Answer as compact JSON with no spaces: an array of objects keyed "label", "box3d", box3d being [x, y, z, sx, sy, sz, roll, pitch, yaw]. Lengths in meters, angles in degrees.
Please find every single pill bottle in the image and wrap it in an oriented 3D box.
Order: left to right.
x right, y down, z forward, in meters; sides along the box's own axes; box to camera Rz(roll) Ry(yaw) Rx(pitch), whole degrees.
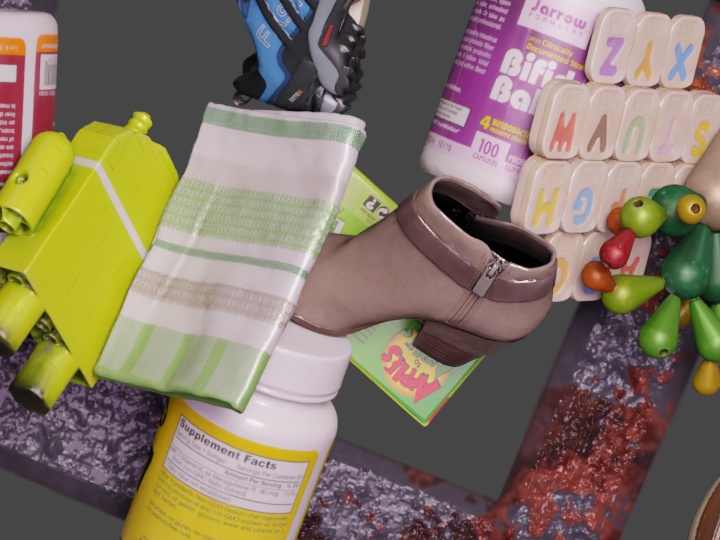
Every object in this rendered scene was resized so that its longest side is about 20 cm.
[{"label":"pill bottle","box3d":[-0.255,-0.069,1.514,0.112,0.113,0.202,3,96,-6]},{"label":"pill bottle","box3d":[-0.081,0.124,1.538,0.113,0.114,0.201,19,107,-8]},{"label":"pill bottle","box3d":[0.122,-0.142,1.543,0.111,0.112,0.201,19,95,-8]}]

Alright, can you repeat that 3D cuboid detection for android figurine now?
[{"label":"android figurine","box3d":[-0.177,-0.012,1.512,0.041,0.183,0.201,12,58,28]}]

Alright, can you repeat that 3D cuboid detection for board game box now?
[{"label":"board game box","box3d":[0.000,0.000,1.581,0.200,0.048,0.102,41,92,-9]}]

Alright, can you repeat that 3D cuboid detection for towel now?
[{"label":"towel","box3d":[-0.086,-0.013,1.489,0.031,0.149,0.201,36,70,-39]}]

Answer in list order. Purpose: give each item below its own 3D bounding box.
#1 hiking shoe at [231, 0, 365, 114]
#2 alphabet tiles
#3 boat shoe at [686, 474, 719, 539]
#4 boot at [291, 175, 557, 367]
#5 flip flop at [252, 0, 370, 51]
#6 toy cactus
[{"label":"hiking shoe","box3d":[-0.041,-0.187,1.480,0.086,0.074,0.201,9,117,9]},{"label":"alphabet tiles","box3d":[0.172,-0.073,1.536,0.199,0.015,0.197,-2,110,-49]},{"label":"boat shoe","box3d":[0.259,0.233,1.624,0.075,0.074,0.202,14,96,-8]},{"label":"boot","box3d":[0.026,-0.012,1.479,0.199,0.146,0.071,22,55,-6]},{"label":"flip flop","box3d":[-0.010,-0.215,1.548,0.081,0.058,0.201,28,94,-8]},{"label":"toy cactus","box3d":[0.229,-0.018,1.557,0.200,0.102,0.166,40,67,-42]}]
